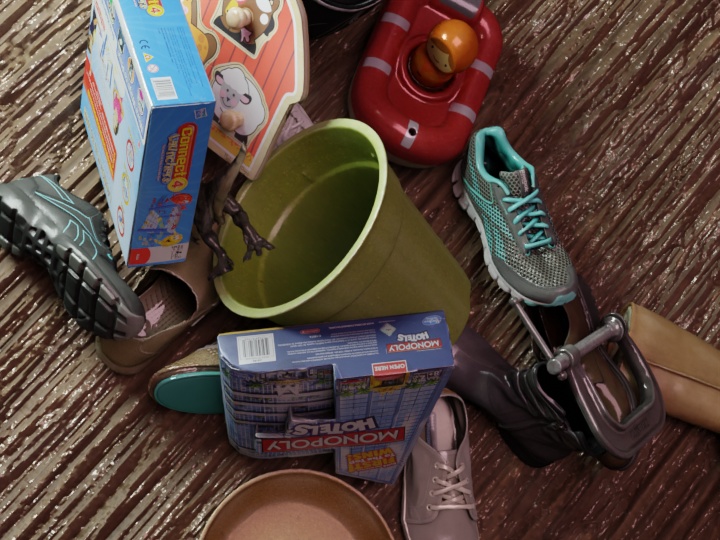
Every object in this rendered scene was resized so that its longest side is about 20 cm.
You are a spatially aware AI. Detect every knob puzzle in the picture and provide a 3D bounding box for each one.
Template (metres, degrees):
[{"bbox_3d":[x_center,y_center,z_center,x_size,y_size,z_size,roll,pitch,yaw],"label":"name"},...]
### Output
[{"bbox_3d":[-0.125,-0.210,1.500,0.030,0.219,0.222,-16,80,-53],"label":"knob puzzle"}]

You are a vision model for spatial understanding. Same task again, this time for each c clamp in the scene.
[{"bbox_3d":[0.224,0.088,1.547,0.199,0.027,0.172,-11,72,-60],"label":"c clamp"}]

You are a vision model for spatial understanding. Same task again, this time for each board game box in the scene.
[{"bbox_3d":[-0.022,0.124,1.485,0.197,0.201,0.062,-6,54,-4],"label":"board game box"},{"bbox_3d":[-0.188,-0.143,1.448,0.055,0.197,0.201,-7,52,-20],"label":"board game box"}]

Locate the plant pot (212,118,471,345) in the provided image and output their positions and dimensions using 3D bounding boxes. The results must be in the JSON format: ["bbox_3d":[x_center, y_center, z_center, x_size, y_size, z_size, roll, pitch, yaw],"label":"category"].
[{"bbox_3d":[0.000,0.000,1.514,0.190,0.199,0.202,40,64,-38],"label":"plant pot"}]

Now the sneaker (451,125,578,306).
[{"bbox_3d":[0.147,-0.055,1.601,0.077,0.092,0.201,-20,58,-18],"label":"sneaker"}]

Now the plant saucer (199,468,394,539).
[{"bbox_3d":[-0.059,0.282,1.505,0.198,0.035,0.203,5,75,-19],"label":"plant saucer"}]

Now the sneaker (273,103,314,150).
[{"bbox_3d":[-0.081,-0.137,1.584,0.200,0.081,0.075,47,65,-4],"label":"sneaker"}]

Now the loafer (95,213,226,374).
[{"bbox_3d":[-0.159,0.013,1.523,0.076,0.067,0.201,40,67,-6],"label":"loafer"}]

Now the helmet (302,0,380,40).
[{"bbox_3d":[-0.057,-0.313,1.577,0.198,0.190,0.203,-3,95,-33],"label":"helmet"}]

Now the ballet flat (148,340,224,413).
[{"bbox_3d":[-0.100,0.093,1.535,0.198,0.071,0.066,5,48,-21],"label":"ballet flat"}]

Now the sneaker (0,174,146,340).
[{"bbox_3d":[-0.246,-0.021,1.475,0.079,0.076,0.200,-28,61,-38],"label":"sneaker"}]

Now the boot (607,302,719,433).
[{"bbox_3d":[0.332,0.147,1.666,0.198,0.066,0.177,23,58,-13],"label":"boot"}]

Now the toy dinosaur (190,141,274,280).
[{"bbox_3d":[-0.120,-0.045,1.441,0.047,0.200,0.089,-25,91,-23],"label":"toy dinosaur"}]

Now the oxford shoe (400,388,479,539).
[{"bbox_3d":[0.077,0.203,1.563,0.074,0.058,0.203,-1,78,-22],"label":"oxford shoe"}]

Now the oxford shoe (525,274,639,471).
[{"bbox_3d":[0.206,0.102,1.613,0.084,0.072,0.202,-5,67,-51],"label":"oxford shoe"}]

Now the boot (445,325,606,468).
[{"bbox_3d":[0.144,0.101,1.571,0.199,0.132,0.070,40,68,-6],"label":"boot"}]

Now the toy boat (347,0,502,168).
[{"bbox_3d":[0.073,-0.201,1.625,0.129,0.131,0.202,25,69,-11],"label":"toy boat"}]
